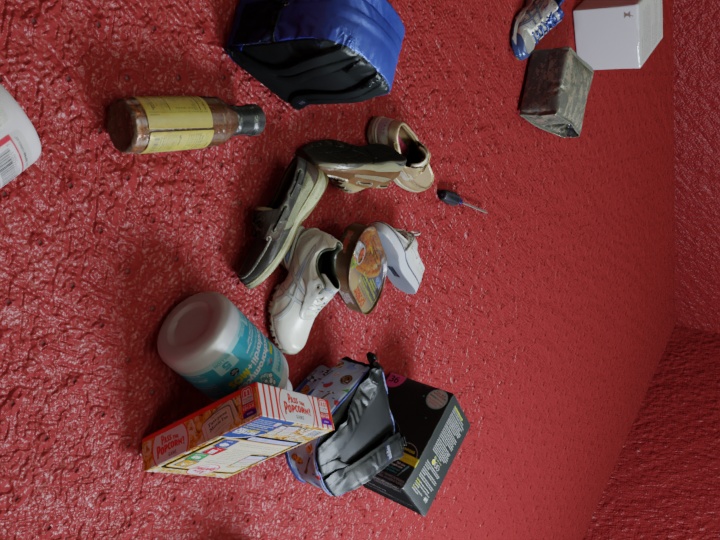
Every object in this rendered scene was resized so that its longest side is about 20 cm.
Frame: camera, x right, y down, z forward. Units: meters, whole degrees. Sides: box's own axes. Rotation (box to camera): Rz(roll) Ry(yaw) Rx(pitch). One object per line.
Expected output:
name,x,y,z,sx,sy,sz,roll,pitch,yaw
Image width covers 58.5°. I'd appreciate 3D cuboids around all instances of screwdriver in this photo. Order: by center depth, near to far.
screwdriver,0.219,-0.141,1.362,0.200,0.029,0.028,10,91,-56

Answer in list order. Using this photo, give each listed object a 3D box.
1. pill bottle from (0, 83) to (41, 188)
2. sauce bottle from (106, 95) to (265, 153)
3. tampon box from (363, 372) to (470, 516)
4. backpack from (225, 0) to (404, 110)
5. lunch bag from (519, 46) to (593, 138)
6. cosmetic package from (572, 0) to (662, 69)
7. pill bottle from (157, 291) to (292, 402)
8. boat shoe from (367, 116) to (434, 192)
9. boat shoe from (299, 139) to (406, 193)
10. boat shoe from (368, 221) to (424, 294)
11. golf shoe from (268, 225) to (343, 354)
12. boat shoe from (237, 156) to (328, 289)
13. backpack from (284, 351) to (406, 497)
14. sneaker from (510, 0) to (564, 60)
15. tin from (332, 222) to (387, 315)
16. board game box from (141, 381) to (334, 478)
pill bottle,-0.382,-0.081,0.532,0.200,0.112,0.112,-52,136,-30
sauce bottle,-0.201,-0.177,0.777,0.200,0.066,0.066,-16,112,-50
tampon box,0.088,0.323,1.216,0.200,0.150,0.126,-56,138,-26
backpack,-0.047,-0.310,0.826,0.162,0.200,0.168,19,84,-52
lunch bag,0.479,-0.420,1.540,0.200,0.117,0.164,11,90,-48
cosmetic package,0.682,-0.648,1.695,0.200,0.166,0.168,-46,132,-35
pill bottle,-0.169,0.124,0.863,0.111,0.111,0.200,-59,139,-22
boat shoe,0.087,-0.197,1.135,0.200,0.069,0.074,36,71,-50
boat shoe,-0.011,-0.156,1.018,0.200,0.076,0.074,-5,132,-40
boat shoe,0.075,-0.043,1.160,0.086,0.075,0.202,-60,141,-21
golf shoe,-0.078,0.036,0.968,0.078,0.097,0.200,-2,102,-53
boat shoe,-0.123,-0.071,0.909,0.066,0.072,0.201,37,79,-28
backpack,-0.040,0.253,1.034,0.191,0.154,0.200,-46,127,-46
sneaker,0.399,-0.558,1.423,0.075,0.088,0.200,35,74,-52
tin,0.000,0.000,1.064,0.200,0.042,0.112,67,39,-61
board game box,-0.159,0.216,0.842,0.151,0.200,0.046,31,37,-52
